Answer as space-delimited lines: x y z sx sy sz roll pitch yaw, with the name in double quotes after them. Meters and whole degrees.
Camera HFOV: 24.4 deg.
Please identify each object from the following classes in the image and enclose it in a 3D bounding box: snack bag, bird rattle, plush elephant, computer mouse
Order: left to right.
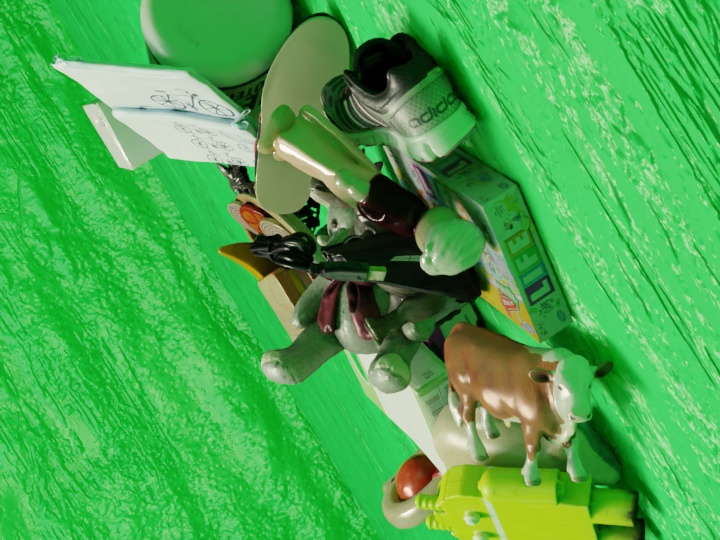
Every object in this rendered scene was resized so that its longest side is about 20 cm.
-0.176 -0.150 1.604 0.187 0.022 0.200 10 163 35 "snack bag"
0.000 0.000 1.561 0.163 0.200 0.156 6 129 39 "plush elephant"
0.016 -0.012 1.336 0.140 0.197 0.047 -159 81 -77 "computer mouse"
0.093 0.223 1.832 0.113 0.163 0.200 42 -174 -22 "bird rattle"

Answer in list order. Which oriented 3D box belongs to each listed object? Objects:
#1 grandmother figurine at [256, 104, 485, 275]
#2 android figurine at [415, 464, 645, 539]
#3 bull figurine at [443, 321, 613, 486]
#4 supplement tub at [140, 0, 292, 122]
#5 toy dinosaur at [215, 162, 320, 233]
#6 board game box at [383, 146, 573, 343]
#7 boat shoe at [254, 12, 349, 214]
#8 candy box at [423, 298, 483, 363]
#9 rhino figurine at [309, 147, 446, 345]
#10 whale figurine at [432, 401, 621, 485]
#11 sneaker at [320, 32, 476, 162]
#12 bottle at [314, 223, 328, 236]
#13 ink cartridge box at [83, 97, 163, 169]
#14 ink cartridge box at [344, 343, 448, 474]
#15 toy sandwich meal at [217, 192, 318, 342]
0.012 -0.061 1.307 0.199 0.061 0.121 33 -166 19 "grandmother figurine"
0.148 0.216 1.462 0.183 0.197 0.042 67 -151 -57 "android figurine"
0.136 0.106 1.357 0.199 0.064 0.123 26 123 56 "bull figurine"
-0.138 -0.220 1.634 0.146 0.144 0.200 56 170 10 "supplement tub"
-0.085 -0.098 1.836 0.135 0.101 0.203 26 110 52 "toy dinosaur"
0.093 -0.037 1.372 0.135 0.034 0.200 64 169 -28 "board game box"
-0.058 -0.151 1.521 0.063 0.073 0.203 -94 16 -53 "boat shoe"
0.087 0.089 1.698 0.137 0.061 0.200 60 169 -15 "candy box"
0.013 -0.029 1.432 0.201 0.087 0.060 63 174 -28 "rhino figurine"
0.157 0.149 1.499 0.159 0.104 0.199 47 151 -19 "whale figurine"
0.018 -0.146 1.309 0.088 0.073 0.200 62 165 -24 "sneaker"
0.000 -0.011 1.804 0.084 0.065 0.200 68 169 -9 "bottle"
-0.191 -0.194 1.811 0.086 0.199 0.147 59 170 -11 "ink cartridge box"
0.045 0.113 1.659 0.200 0.048 0.146 45 164 51 "ink cartridge box"
-0.082 0.008 1.795 0.205 0.070 0.206 44 163 17 "toy sandwich meal"
